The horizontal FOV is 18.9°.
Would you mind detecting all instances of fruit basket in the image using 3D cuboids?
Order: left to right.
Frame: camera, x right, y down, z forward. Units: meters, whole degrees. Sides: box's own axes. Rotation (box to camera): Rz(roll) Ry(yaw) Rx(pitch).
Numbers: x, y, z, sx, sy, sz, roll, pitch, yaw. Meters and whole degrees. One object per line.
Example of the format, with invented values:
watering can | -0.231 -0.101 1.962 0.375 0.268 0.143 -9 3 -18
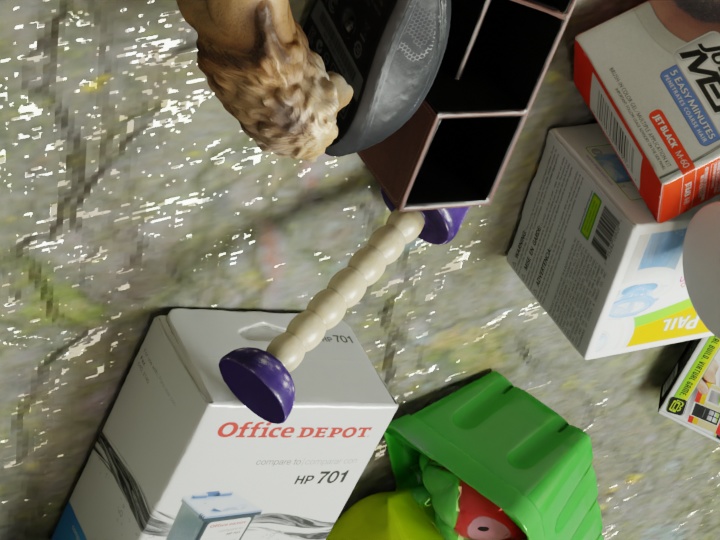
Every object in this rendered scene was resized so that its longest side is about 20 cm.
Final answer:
fruit basket | 0.060 0.194 1.490 0.215 0.155 0.217 -33 141 -32

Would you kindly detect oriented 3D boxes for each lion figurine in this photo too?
lion figurine | -0.053 -0.154 1.051 0.072 0.123 0.201 -22 139 -16

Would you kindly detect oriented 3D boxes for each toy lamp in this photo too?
toy lamp | 0.000 0.000 1.260 0.200 0.058 0.058 -48 148 -25

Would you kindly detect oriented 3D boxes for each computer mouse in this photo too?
computer mouse | 0.024 -0.140 1.132 0.052 0.139 0.201 -3 141 -29

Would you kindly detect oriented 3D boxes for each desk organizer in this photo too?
desk organizer | 0.060 -0.134 1.192 0.071 0.077 0.201 -5 132 -33

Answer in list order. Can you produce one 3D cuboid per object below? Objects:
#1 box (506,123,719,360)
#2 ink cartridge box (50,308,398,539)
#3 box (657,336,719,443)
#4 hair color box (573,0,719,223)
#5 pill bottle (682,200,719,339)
box | 0.212 -0.029 1.394 0.198 0.102 0.113 -9 134 -30
ink cartridge box | -0.088 0.129 1.346 0.145 0.086 0.201 3 129 -36
box | 0.304 0.042 1.540 0.109 0.035 0.201 25 121 -1
hair color box | 0.239 -0.126 1.290 0.199 0.111 0.064 -27 159 -6
pill bottle | 0.297 -0.015 1.304 0.198 0.112 0.113 -11 136 -28
